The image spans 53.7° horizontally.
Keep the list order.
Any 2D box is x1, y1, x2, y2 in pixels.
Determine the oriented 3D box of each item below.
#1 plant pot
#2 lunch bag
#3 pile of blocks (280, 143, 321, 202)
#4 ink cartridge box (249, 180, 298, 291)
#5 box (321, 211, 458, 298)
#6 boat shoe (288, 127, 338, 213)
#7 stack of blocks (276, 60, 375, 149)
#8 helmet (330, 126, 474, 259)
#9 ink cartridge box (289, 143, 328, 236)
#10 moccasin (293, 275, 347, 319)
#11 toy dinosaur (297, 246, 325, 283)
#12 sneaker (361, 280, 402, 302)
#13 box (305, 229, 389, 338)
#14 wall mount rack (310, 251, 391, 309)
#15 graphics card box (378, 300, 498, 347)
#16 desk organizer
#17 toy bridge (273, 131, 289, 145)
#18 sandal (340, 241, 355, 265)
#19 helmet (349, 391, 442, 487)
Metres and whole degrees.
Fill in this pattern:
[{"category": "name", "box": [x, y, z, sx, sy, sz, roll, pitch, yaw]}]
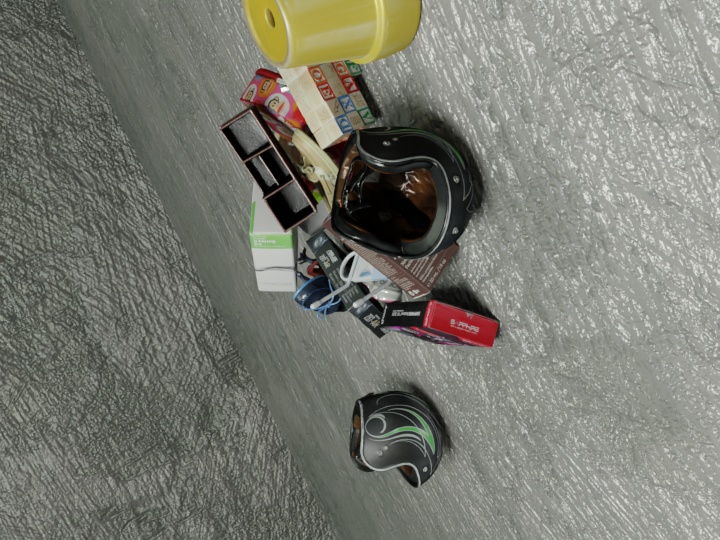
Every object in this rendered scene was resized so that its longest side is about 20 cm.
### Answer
[{"category": "plant pot", "box": [-0.050, -0.369, 0.972, 0.201, 0.189, 0.201, 46, 153, 32]}, {"category": "lunch bag", "box": [-0.097, -0.262, 1.234, 0.200, 0.082, 0.176, 31, -179, -39]}, {"category": "pile of blocks", "box": [-0.099, -0.164, 1.342, 0.200, 0.082, 0.062, 31, -128, -51]}, {"category": "ink cartridge box", "box": [-0.170, -0.070, 1.426, 0.200, 0.084, 0.146, 94, 175, -55]}, {"category": "box", "box": [0.049, -0.057, 1.150, 0.200, 0.100, 0.075, 37, 159, -8]}, {"category": "boat shoe", "box": [-0.061, -0.151, 1.192, 0.200, 0.063, 0.073, 52, -179, -35]}, {"category": "stack of blocks", "box": [-0.057, -0.308, 1.141, 0.059, 0.115, 0.200, -26, 93, 47]}, {"category": "helmet", "box": [0.065, -0.112, 1.022, 0.200, 0.190, 0.201, -168, 90, -79]}, {"category": "ink cartridge box", "box": [-0.138, -0.189, 1.518, 0.200, 0.084, 0.145, 40, 149, 41]}, {"category": "moccasin", "box": [-0.065, 0.054, 1.449, 0.068, 0.080, 0.200, 50, -162, 15]}, {"category": "toy dinosaur", "box": [-0.077, 0.034, 1.579, 0.181, 0.105, 0.200, 30, -176, -23]}, {"category": "sneaker", "box": [0.046, -0.004, 1.355, 0.200, 0.074, 0.088, -126, 52, -72]}, {"category": "box", "box": [-0.020, 0.028, 1.448, 0.200, 0.043, 0.160, 57, -174, 35]}, {"category": "wall mount rack", "box": [0.000, 0.000, 1.257, 0.074, 0.174, 0.200, 32, 156, -34]}, {"category": "graphics card box", "box": [0.128, 0.091, 1.218, 0.200, 0.125, 0.051, -7, 67, 67]}, {"category": "desk organizer", "box": [-0.150, -0.167, 1.169, 0.200, 0.072, 0.077, 57, -175, -16]}, {"category": "toy bridge", "box": [-0.148, -0.282, 1.386, 0.067, 0.027, 0.200, -58, 21, 29]}, {"category": "sandal", "box": [-0.020, -0.096, 1.391, 0.076, 0.043, 0.200, -96, 5, -48]}, {"category": "helmet", "box": [0.082, 0.362, 1.531, 0.200, 0.190, 0.201, -175, 90, -81]}]
